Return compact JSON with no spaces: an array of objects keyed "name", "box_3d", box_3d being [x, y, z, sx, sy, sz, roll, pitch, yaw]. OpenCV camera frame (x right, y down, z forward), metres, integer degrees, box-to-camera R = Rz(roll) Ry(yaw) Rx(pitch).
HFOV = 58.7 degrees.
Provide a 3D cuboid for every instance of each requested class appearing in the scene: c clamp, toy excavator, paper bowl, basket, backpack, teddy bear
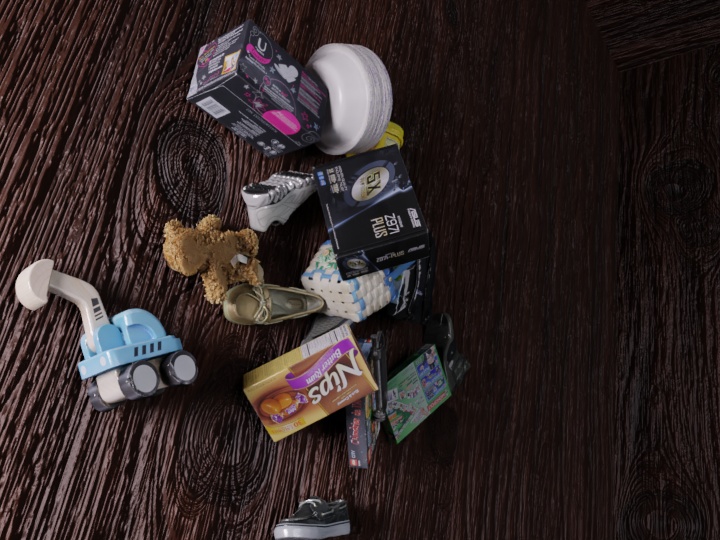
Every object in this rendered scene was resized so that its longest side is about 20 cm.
[{"name":"c clamp","box_3d":[0.033,0.202,1.207,0.171,0.027,0.202,-75,162,-68]},{"name":"toy excavator","box_3d":[-0.336,0.081,0.846,0.194,0.099,0.201,-9,78,-55]},{"name":"paper bowl","box_3d":[-0.044,-0.319,1.200,0.104,0.200,0.202,-15,96,-42]},{"name":"basket","box_3d":[0.000,0.000,1.224,0.200,0.175,0.140,-41,126,-42]},{"name":"backpack","box_3d":[0.098,0.003,1.397,0.163,0.153,0.201,12,96,-49]},{"name":"teddy bear","box_3d":[-0.231,-0.022,1.014,0.200,0.066,0.146,-25,100,-55]}]

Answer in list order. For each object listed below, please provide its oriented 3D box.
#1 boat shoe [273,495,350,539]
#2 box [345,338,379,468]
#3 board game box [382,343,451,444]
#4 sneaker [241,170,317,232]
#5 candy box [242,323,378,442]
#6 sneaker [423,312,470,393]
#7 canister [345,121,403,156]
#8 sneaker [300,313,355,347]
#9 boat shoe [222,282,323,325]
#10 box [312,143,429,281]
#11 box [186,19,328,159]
[{"name":"boat shoe","box_3d":[-0.086,0.436,1.129,0.200,0.072,0.071,29,52,-58]},{"name":"box","box_3d":[0.005,0.251,1.218,0.137,0.037,0.202,-61,150,-67]},{"name":"board game box","box_3d":[0.115,0.269,1.414,0.199,0.029,0.135,-31,109,-38]},{"name":"sneaker","box_3d":[-0.140,-0.130,1.158,0.200,0.075,0.082,-34,129,-52]},{"name":"candy box","box_3d":[-0.083,0.188,1.075,0.057,0.199,0.117,-118,-177,-68]},{"name":"sneaker","box_3d":[0.211,0.199,1.552,0.114,0.076,0.201,-6,92,-55]},{"name":"canister","box_3d":[0.016,-0.184,1.297,0.086,0.148,0.201,18,66,-22]},{"name":"sneaker","box_3d":[-0.051,0.163,1.215,0.202,0.076,0.147,-52,136,-58]},{"name":"boat shoe","box_3d":[-0.149,0.057,1.107,0.200,0.063,0.074,9,77,-52]},{"name":"box","box_3d":[0.017,-0.104,1.130,0.086,0.163,0.201,76,-1,-60]},{"name":"box","box_3d":[-0.170,-0.300,1.086,0.200,0.131,0.116,33,57,-44]}]
